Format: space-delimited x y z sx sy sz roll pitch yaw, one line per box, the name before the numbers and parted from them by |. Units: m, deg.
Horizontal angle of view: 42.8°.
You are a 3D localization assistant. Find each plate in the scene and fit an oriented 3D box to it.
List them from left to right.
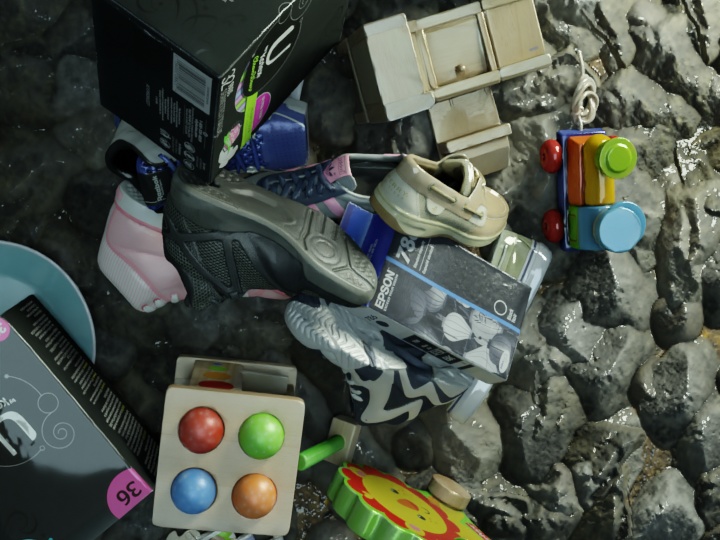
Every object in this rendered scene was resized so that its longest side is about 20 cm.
plate | -0.356 0.071 0.893 0.195 0.026 0.205 -1 97 -8

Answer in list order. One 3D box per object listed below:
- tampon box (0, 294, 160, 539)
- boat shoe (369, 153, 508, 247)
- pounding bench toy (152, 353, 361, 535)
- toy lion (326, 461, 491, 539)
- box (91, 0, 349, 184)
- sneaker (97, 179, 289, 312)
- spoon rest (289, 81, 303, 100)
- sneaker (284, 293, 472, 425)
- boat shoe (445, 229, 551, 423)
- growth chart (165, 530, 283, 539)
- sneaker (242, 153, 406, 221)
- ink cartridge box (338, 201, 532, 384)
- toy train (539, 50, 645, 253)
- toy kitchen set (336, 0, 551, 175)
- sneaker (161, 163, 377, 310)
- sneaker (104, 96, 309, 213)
tampon box | -0.300 0.152 0.833 0.149 0.126 0.201 -39 100 -1
boat shoe | 0.089 -0.071 0.855 0.072 0.198 0.065 50 118 28
pounding bench toy | -0.088 0.167 0.873 0.195 0.156 0.127 7 96 -8
toy lion | 0.067 0.252 0.876 0.190 0.199 0.070 24 97 -47
box | -0.106 -0.207 0.749 0.123 0.149 0.201 34 62 5
sneaker | -0.160 0.001 0.891 0.197 0.076 0.106 25 108 -17
spoon rest | -0.066 -0.223 0.878 0.097 0.061 0.205 5 97 -8
sneaker | -0.003 0.097 0.889 0.196 0.081 0.130 17 136 -26
boat shoe | 0.128 0.055 0.941 0.061 0.072 0.203 26 83 3
growth chart | -0.158 0.333 0.954 0.196 0.018 0.148 -13 98 -6
sneaker | -0.040 -0.083 0.879 0.195 0.082 0.072 -8 67 -10
ink cartridge box | 0.062 0.019 0.852 0.197 0.039 0.101 27 69 -16
toy train | 0.232 -0.117 0.902 0.083 0.116 0.205 -4 98 -7
toy kitchen set | 0.101 -0.161 0.848 0.196 0.180 0.166 -18 100 -6
sneaker | -0.086 -0.005 0.806 0.196 0.077 0.115 24 126 -7
sneaker | -0.146 -0.100 0.833 0.195 0.116 0.082 4 134 9
